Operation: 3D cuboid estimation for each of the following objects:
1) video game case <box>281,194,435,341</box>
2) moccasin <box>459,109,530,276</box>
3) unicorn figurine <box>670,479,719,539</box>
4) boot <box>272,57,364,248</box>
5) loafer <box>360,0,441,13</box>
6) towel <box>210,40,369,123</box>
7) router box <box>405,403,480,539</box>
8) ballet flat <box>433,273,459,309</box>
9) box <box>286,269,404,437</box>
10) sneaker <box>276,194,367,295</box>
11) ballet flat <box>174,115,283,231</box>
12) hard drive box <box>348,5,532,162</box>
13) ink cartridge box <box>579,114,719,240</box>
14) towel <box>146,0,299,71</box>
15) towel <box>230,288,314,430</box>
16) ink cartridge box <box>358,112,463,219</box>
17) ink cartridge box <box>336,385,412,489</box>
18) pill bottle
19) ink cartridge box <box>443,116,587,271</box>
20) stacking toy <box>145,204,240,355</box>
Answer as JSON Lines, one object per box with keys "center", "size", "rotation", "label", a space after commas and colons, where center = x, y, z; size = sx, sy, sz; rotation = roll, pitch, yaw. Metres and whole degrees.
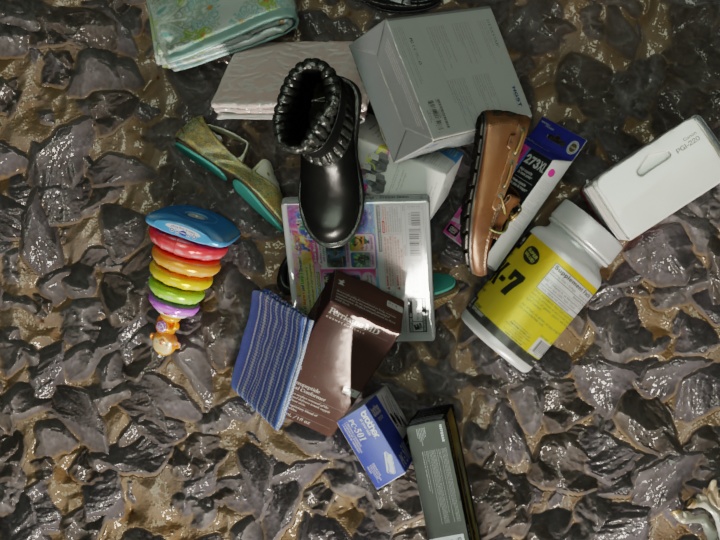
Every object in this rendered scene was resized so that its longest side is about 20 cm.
{"center": [0.000, 0.000, 1.418], "size": [0.180, 0.024, 0.202], "rotation": [-1, 119, 7], "label": "video game case"}
{"center": [0.163, -0.090, 1.365], "size": [0.077, 0.074, 0.203], "rotation": [7, 103, -5], "label": "moccasin"}
{"center": [0.427, 0.375, 1.421], "size": [0.137, 0.074, 0.201], "rotation": [38, 90, -5], "label": "unicorn figurine"}
{"center": [-0.046, -0.127, 1.285], "size": [0.079, 0.158, 0.214], "rotation": [-1, 95, 9], "label": "boot"}
{"center": [0.012, -0.385, 1.483], "size": [0.198, 0.063, 0.073], "rotation": [16, 93, 8], "label": "loafer"}
{"center": [-0.075, -0.243, 1.448], "size": [0.198, 0.192, 0.032], "rotation": [2, 126, 8], "label": "towel"}
{"center": [0.107, 0.278, 1.427], "size": [0.052, 0.157, 0.202], "rotation": [-12, 89, 8], "label": "router box"}
{"center": [0.034, 0.048, 1.492], "size": [0.198, 0.071, 0.066], "rotation": [-5, 117, 11], "label": "ballet flat"}
{"center": [-0.033, 0.107, 1.428], "size": [0.099, 0.075, 0.201], "rotation": [24, 122, -10], "label": "box"}
{"center": [-0.031, -0.036, 1.472], "size": [0.200, 0.100, 0.070], "rotation": [-44, 87, 7], "label": "sneaker"}
{"center": [-0.157, -0.135, 1.512], "size": [0.199, 0.071, 0.071], "rotation": [38, 95, 6], "label": "ballet flat"}
{"center": [0.103, -0.232, 1.402], "size": [0.077, 0.199, 0.157], "rotation": [-24, 85, 47], "label": "hard drive box"}
{"center": [0.350, -0.107, 1.368], "size": [0.145, 0.200, 0.085], "rotation": [-34, 86, 7], "label": "ink cartridge box"}
{"center": [-0.188, -0.366, 1.497], "size": [0.198, 0.048, 0.173], "rotation": [-17, 71, 8], "label": "towel"}
{"center": [-0.119, 0.107, 1.450], "size": [0.024, 0.200, 0.146], "rotation": [15, 93, -23], "label": "towel"}
{"center": [0.020, -0.146, 1.452], "size": [0.198, 0.115, 0.068], "rotation": [24, 113, 8], "label": "ink cartridge box"}
{"center": [0.027, 0.204, 1.416], "size": [0.044, 0.200, 0.095], "rotation": [-32, 86, 8], "label": "ink cartridge box"}
{"center": [0.229, 0.018, 1.430], "size": [0.114, 0.114, 0.200], "rotation": [40, 95, 6], "label": "pill bottle"}
{"center": [0.195, -0.105, 1.448], "size": [0.201, 0.037, 0.095], "rotation": [-54, 39, 4], "label": "ink cartridge box"}
{"center": [-0.244, 0.021, 1.514], "size": [0.115, 0.110, 0.202], "rotation": [19, 104, 5], "label": "stacking toy"}
